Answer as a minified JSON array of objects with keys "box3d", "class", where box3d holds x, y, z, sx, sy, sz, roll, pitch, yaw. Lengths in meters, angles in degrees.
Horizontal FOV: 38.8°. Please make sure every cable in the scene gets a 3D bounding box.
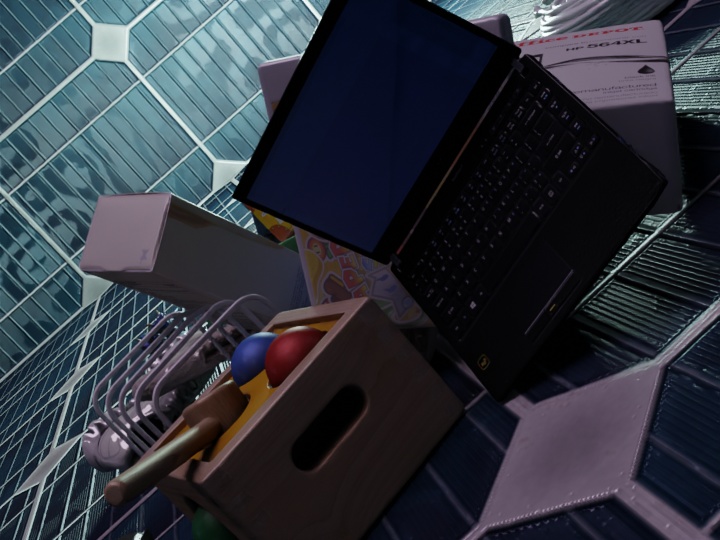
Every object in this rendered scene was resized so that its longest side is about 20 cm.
[{"box3d":[0.295,-0.319,1.166,0.200,0.069,0.200,-35,16,21],"class":"cable"}]

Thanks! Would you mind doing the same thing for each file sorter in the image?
[{"box3d":[-0.128,0.108,0.879,0.139,0.125,0.200,-48,16,-24],"class":"file sorter"}]

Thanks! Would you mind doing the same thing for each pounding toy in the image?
[{"box3d":[-0.065,0.110,0.662,0.200,0.142,0.184,-47,14,-23],"class":"pounding toy"}]

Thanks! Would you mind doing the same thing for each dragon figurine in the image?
[{"box3d":[-0.236,0.085,1.286,0.059,0.099,0.200,-42,14,-3],"class":"dragon figurine"}]

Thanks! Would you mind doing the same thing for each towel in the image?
[{"box3d":[-0.140,0.074,1.095,0.132,0.035,0.200,-30,0,42],"class":"towel"}]

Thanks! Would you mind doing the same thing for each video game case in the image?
[{"box3d":[0.030,-0.057,0.694,0.182,0.200,0.023,-5,16,29],"class":"video game case"}]

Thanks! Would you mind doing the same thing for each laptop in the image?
[{"box3d":[0.042,-0.048,0.613,0.103,0.200,0.177,-2,-46,-44],"class":"laptop"}]

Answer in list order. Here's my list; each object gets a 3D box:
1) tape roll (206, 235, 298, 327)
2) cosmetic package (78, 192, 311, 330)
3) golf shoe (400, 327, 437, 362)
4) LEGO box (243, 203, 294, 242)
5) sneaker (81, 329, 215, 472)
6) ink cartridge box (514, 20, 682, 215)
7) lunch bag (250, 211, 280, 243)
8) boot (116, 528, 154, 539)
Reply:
[{"box3d":[-0.087,-0.001,1.136,0.200,0.048,0.200,-28,0,0],"class":"tape roll"},{"box3d":[-0.139,-0.003,0.927,0.105,0.200,0.071,2,74,38],"class":"cosmetic package"},{"box3d":[0.049,-0.013,0.797,0.078,0.097,0.200,-21,67,48],"class":"golf shoe"},{"box3d":[-0.028,-0.143,1.122,0.149,0.077,0.200,-37,-13,-43],"class":"LEGO box"},{"box3d":[-0.214,0.146,1.131,0.081,0.075,0.200,-2,42,48],"class":"sneaker"},{"box3d":[0.157,-0.113,0.760,0.146,0.084,0.200,-5,27,16],"class":"ink cartridge box"},{"box3d":[-0.053,-0.108,1.347,0.170,0.127,0.200,-44,7,-18],"class":"lunch bag"},{"box3d":[-0.233,0.280,0.767,0.200,0.078,0.138,-29,9,-5],"class":"boot"}]
